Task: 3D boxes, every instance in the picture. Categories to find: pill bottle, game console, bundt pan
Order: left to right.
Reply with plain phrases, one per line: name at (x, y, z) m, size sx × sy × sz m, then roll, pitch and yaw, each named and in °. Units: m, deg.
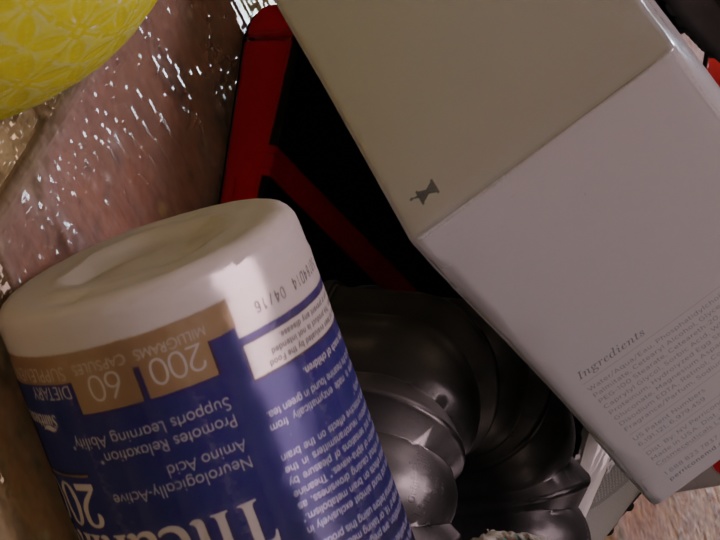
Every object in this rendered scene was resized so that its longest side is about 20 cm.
pill bottle at (-0.043, 0.085, 0.977) m, size 0.111 × 0.111 × 0.200 m, roll -42°, pitch 116°, yaw -60°
game console at (0.000, 0.000, 1.196) m, size 0.200 × 0.031 × 0.177 m, roll 45°, pitch 47°, yaw -45°
bundt pan at (0.032, 0.101, 1.126) m, size 0.202 × 0.076 × 0.202 m, roll 15°, pitch 73°, yaw -58°

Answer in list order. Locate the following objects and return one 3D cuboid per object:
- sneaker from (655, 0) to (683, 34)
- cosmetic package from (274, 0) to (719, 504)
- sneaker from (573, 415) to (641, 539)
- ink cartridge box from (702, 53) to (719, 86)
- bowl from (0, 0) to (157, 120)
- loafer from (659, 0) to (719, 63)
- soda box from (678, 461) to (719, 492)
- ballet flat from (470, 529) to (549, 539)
sneaker at (0.112, -0.159, 1.412) m, size 0.200 × 0.084 × 0.075 m, roll 20°, pitch 60°, yaw -59°
cosmetic package at (0.081, -0.052, 1.109) m, size 0.200 × 0.123 × 0.200 m, roll 44°, pitch 12°, yaw -43°
sneaker at (0.120, 0.073, 1.247) m, size 0.079 × 0.074 × 0.200 m, roll 27°, pitch 91°, yaw -22°
ink cartridge box at (0.191, -0.014, 1.226) m, size 0.109 × 0.050 × 0.200 m, roll 30°, pitch 61°, yaw -35°
bowl at (-0.111, -0.159, 0.959) m, size 0.200 × 0.107 × 0.201 m, roll 36°, pitch 47°, yaw -52°
loafer at (0.181, -0.104, 1.148) m, size 0.200 × 0.071 × 0.073 m, roll 30°, pitch 27°, yaw -55°
soda box at (0.199, 0.026, 1.516) m, size 0.064 × 0.068 × 0.200 m, roll 60°, pitch 32°, yaw -30°
ballet flat at (0.065, 0.139, 1.036) m, size 0.200 × 0.072 × 0.072 m, roll 23°, pitch 58°, yaw -58°
